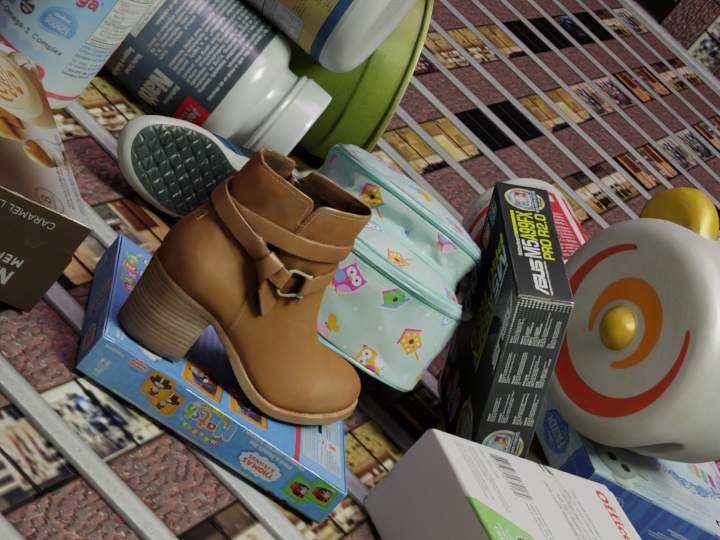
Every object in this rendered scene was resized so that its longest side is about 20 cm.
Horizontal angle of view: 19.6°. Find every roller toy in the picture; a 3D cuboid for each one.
[{"bbox_3d":[0.240,0.054,1.643,0.140,0.200,0.183,16,37,-44],"label":"roller toy"}]

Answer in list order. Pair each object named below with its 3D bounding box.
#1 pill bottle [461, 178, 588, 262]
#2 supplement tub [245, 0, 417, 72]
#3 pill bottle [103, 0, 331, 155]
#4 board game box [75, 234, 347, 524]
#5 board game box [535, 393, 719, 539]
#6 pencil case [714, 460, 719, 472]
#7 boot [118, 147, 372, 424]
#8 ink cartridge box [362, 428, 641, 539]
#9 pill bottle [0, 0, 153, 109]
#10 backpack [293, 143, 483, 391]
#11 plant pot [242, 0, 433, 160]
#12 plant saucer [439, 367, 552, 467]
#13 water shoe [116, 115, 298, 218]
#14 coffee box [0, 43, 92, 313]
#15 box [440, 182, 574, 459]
[{"bbox_3d":[0.170,0.013,1.920,0.112,0.112,0.200,28,24,-32],"label":"pill bottle"},{"bbox_3d":[-0.047,-0.278,1.746,0.200,0.145,0.145,40,20,5],"label":"supplement tub"},{"bbox_3d":[-0.128,-0.175,1.754,0.200,0.120,0.120,39,20,-5],"label":"pill bottle"},{"bbox_3d":[-0.098,0.072,1.426,0.200,0.037,0.151,36,21,-17],"label":"board game box"},{"bbox_3d":[0.227,0.155,1.743,0.200,0.043,0.199,29,24,-28],"label":"board game box"},{"bbox_3d":[0.331,0.170,1.921,0.091,0.094,0.200,47,20,-13],"label":"pencil case"},{"bbox_3d":[-0.042,0.010,1.374,0.200,0.155,0.077,30,22,-28],"label":"boot"},{"bbox_3d":[0.119,0.208,1.471,0.200,0.084,0.146,22,29,-42],"label":"ink cartridge box"},{"bbox_3d":[-0.211,-0.229,1.598,0.109,0.200,0.109,35,21,-16],"label":"pill bottle"},{"bbox_3d":[0.000,0.000,1.543,0.176,0.153,0.200,38,11,-5],"label":"backpack"},{"bbox_3d":[-0.064,-0.216,1.888,0.193,0.200,0.200,22,26,-16],"label":"plant pot"},{"bbox_3d":[0.152,0.140,1.746,0.200,0.032,0.200,35,21,-15],"label":"plant saucer"},{"bbox_3d":[-0.133,-0.078,1.653,0.079,0.072,0.200,30,4,41],"label":"water shoe"},{"bbox_3d":[-0.262,-0.079,1.376,0.114,0.080,0.200,26,25,-36],"label":"coffee box"},{"bbox_3d":[0.108,0.058,1.581,0.044,0.200,0.160,8,33,-8],"label":"box"}]
